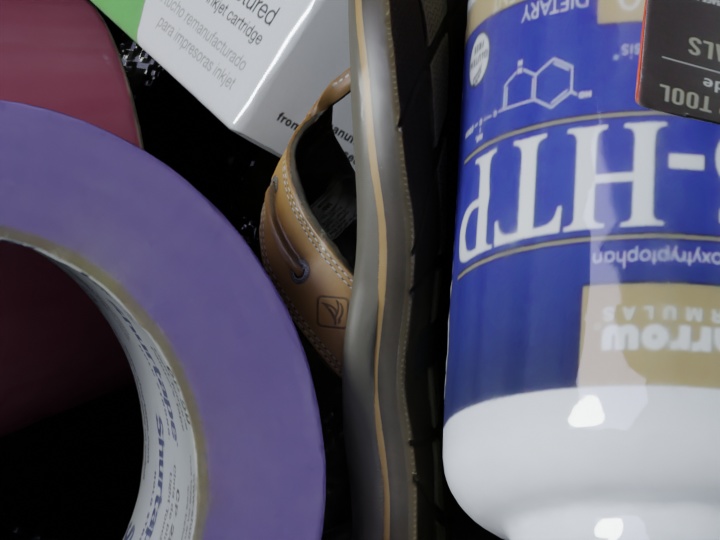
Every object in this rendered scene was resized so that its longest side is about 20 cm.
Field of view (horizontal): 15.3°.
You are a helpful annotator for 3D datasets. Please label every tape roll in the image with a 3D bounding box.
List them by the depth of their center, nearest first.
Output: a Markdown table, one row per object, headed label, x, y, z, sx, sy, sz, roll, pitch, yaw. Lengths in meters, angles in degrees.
| label | x | y | z | sx | sy | sz | roll | pitch | yaw |
| --- | --- | --- | --- | --- | --- | --- | --- | --- | --- |
| tape roll | -0.114 | 0.053 | 0.710 | 0.201 | 0.199 | 0.085 | -67 | 14 | -2 |

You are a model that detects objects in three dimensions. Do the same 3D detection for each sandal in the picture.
| label | x | y | z | sx | sy | sz | roll | pitch | yaw |
| --- | --- | --- | --- | --- | --- | --- | --- | --- | --- |
| sandal | 0.000 | 0.000 | 0.742 | 0.054 | 0.082 | 0.201 | 5 | 103 | 16 |

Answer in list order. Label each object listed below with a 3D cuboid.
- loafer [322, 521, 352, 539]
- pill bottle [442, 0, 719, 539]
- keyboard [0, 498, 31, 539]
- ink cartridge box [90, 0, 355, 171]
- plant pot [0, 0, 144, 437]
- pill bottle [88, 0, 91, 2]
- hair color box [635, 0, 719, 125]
| label | x | y | z | sx | sy | sz | roll | pitch | yaw |
| --- | --- | --- | --- | --- | --- | --- | --- | --- | --- |
| loafer | -0.065 | 0.136 | 0.815 | 0.199 | 0.073 | 0.073 | -19 | 53 | 22 |
| pill bottle | 0.082 | 0.018 | 0.703 | 0.119 | 0.119 | 0.201 | -9 | 69 | 35 |
| keyboard | -0.151 | 0.108 | 0.855 | 0.104 | 0.040 | 0.200 | -53 | 26 | -4 |
| ink cartridge box | 0.012 | -0.137 | 0.822 | 0.201 | 0.084 | 0.145 | -57 | 38 | 7 |
| plant pot | -0.165 | -0.012 | 0.844 | 0.200 | 0.178 | 0.201 | 172 | 90 | -71 |
| pill bottle | -0.125 | -0.189 | 0.944 | 0.112 | 0.112 | 0.201 | 9 | 80 | 39 |
| hair color box | 0.145 | -0.118 | 0.631 | 0.110 | 0.064 | 0.201 | 15 | 59 | 12 |
